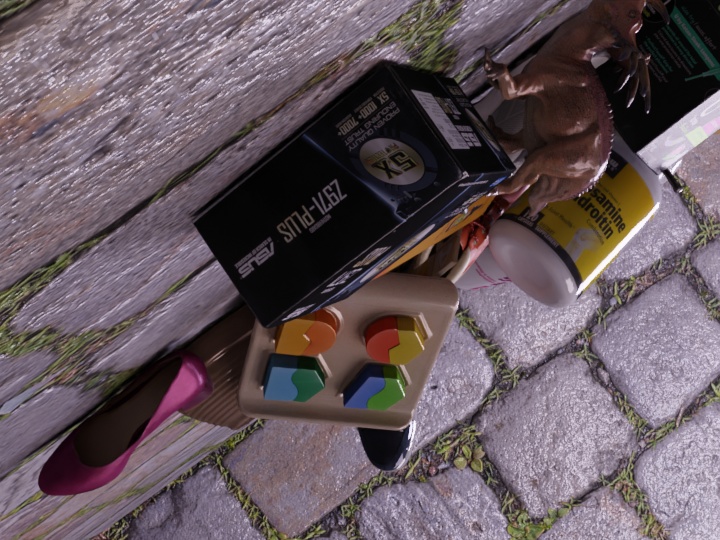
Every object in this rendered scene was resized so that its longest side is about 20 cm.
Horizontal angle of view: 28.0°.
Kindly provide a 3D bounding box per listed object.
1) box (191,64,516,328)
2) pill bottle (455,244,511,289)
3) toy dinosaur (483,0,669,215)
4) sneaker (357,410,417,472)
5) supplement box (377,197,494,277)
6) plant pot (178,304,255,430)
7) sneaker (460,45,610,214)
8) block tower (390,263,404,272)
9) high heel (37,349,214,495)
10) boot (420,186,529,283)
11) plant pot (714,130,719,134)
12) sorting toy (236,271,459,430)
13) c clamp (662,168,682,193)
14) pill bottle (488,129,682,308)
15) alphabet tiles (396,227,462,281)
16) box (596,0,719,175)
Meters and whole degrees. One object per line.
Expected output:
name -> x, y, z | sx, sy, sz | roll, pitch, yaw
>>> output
box -> 0.004, -0.051, 0.968 | 0.163, 0.086, 0.200 | -37, 175, 15
pill bottle -> 0.146, -0.040, 1.611 | 0.199, 0.114, 0.113 | -12, -167, 45
toy dinosaur -> 0.161, -0.117, 1.084 | 0.134, 0.202, 0.086 | 1, -151, 7
sneaker -> 0.004, 0.125, 1.572 | 0.076, 0.205, 0.146 | -3, 180, 24
supplement box -> 0.058, -0.064, 1.293 | 0.199, 0.069, 0.067 | -27, 161, -49
plant pot -> -0.119, 0.102, 1.512 | 0.200, 0.093, 0.201 | -35, 175, -3
sneaker -> 0.134, -0.126, 1.208 | 0.200, 0.080, 0.074 | -38, 173, 7
block tower -> 0.000, 0.000, 1.407 | 0.200, 0.054, 0.058 | -49, 169, 21
high heel -> -0.234, 0.141, 1.371 | 0.199, 0.068, 0.096 | -38, 158, -5
boot -> 0.119, -0.061, 1.454 | 0.201, 0.075, 0.107 | -58, 177, 10
plant pot -> 0.630, -0.305, 2.429 | 0.199, 0.188, 0.186 | -22, -174, 46
sorting toy -> -0.015, 0.081, 1.382 | 0.183, 0.037, 0.201 | 6, 133, -11
c clamp -> 0.330, -0.199, 1.390 | 0.200, 0.171, 0.027 | -43, 151, 12
pill bottle -> 0.228, -0.066, 1.438 | 0.200, 0.112, 0.112 | -45, 178, -17
alphabet tiles -> 0.043, -0.020, 1.448 | 0.200, 0.008, 0.168 | -40, -153, 41
box -> 0.303, -0.201, 1.294 | 0.199, 0.125, 0.148 | -38, 165, 13
